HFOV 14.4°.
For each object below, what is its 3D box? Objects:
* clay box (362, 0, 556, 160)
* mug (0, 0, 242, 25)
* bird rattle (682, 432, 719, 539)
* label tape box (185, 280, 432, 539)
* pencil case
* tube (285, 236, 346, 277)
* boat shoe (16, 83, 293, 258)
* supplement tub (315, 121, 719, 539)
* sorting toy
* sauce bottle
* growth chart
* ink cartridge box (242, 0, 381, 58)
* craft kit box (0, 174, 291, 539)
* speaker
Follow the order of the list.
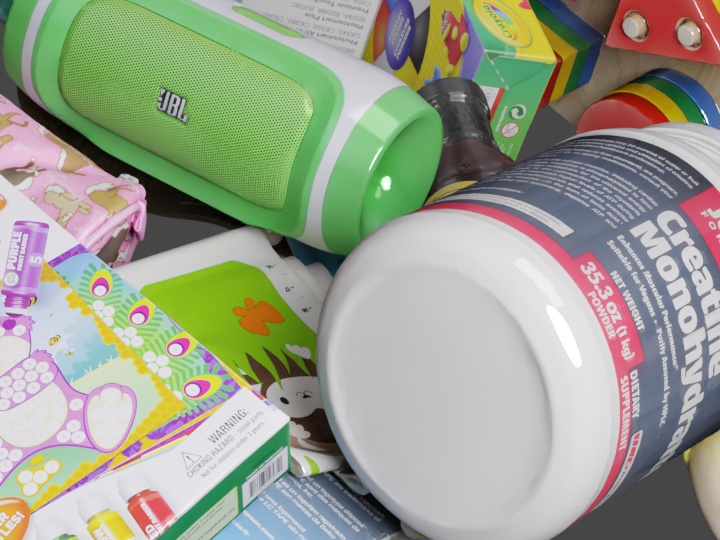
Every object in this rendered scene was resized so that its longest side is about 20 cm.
[{"bbox_3d":[0.039,-0.128,1.520,0.047,0.115,0.201,5,38,-23],"label":"clay box"},{"bbox_3d":[-0.116,-0.190,1.440,0.114,0.153,0.185,9,17,-28],"label":"mug"},{"bbox_3d":[0.213,0.100,1.371,0.199,0.113,0.164,15,45,-37],"label":"bird rattle"},{"bbox_3d":[-0.044,0.088,1.224,0.144,0.064,0.199,40,35,22],"label":"label tape box"},{"bbox_3d":[-0.189,-0.051,1.306,0.200,0.083,0.086,36,28,18],"label":"pencil case"},{"bbox_3d":[0.000,0.000,1.339,0.077,0.050,0.201,-17,78,-39],"label":"tube"},{"bbox_3d":[-0.075,-0.066,1.409,0.199,0.074,0.063,21,26,-9],"label":"boat shoe"},{"bbox_3d":[0.089,0.021,1.180,0.140,0.141,0.200,39,37,21],"label":"supplement tub"},{"bbox_3d":[0.142,-0.135,1.524,0.069,0.201,0.199,-28,59,-37],"label":"sorting toy"},{"bbox_3d":[0.059,-0.009,1.352,0.066,0.066,0.201,7,43,-24],"label":"sauce bottle"},{"bbox_3d":[-0.016,0.045,1.229,0.200,0.018,0.144,36,35,18],"label":"growth chart"},{"bbox_3d":[-0.024,-0.212,1.520,0.084,0.201,0.146,11,36,-14],"label":"ink cartridge box"},{"bbox_3d":[-0.164,0.070,1.119,0.197,0.049,0.200,37,62,23],"label":"craft kit box"},{"bbox_3d":[-0.064,-0.079,1.290,0.199,0.089,0.088,26,32,23],"label":"speaker"}]
